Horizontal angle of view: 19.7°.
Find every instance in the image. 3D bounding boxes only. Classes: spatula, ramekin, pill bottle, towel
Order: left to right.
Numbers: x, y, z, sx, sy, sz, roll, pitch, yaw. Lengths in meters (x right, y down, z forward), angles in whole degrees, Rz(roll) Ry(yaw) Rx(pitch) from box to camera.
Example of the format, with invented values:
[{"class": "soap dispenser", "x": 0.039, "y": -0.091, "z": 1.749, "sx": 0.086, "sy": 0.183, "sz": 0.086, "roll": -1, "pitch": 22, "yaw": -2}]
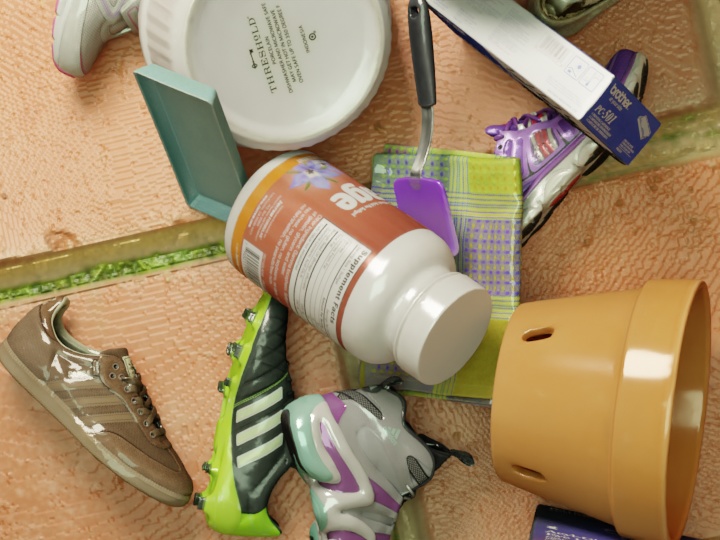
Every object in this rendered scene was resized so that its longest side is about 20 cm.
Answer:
[{"class": "ramekin", "x": -0.066, "y": -0.184, "z": 1.604, "sx": 0.201, "sy": 0.094, "sz": 0.203, "roll": -4, "pitch": 107, "yaw": -12}, {"class": "pill bottle", "x": 0.000, "y": 0.000, "z": 1.590, "sx": 0.200, "sy": 0.112, "sz": 0.112, "roll": 35, "pitch": 94, "yaw": 29}, {"class": "spatula", "x": 0.048, "y": -0.111, "z": 1.595, "sx": 0.056, "sy": 0.020, "sz": 0.201, "roll": 5, "pitch": 99, "yaw": 44}, {"class": "towel", "x": 0.062, "y": 0.005, "z": 1.628, "sx": 0.143, "sy": 0.023, "sz": 0.201, "roll": 8, "pitch": 95, "yaw": 34}]

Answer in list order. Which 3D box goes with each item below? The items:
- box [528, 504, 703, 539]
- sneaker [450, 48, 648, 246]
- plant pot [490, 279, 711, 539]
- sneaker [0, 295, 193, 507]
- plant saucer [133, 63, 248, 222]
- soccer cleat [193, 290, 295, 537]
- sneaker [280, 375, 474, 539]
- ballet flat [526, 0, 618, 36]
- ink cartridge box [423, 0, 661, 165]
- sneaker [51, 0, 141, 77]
[{"class": "box", "x": 0.190, "y": 0.252, "z": 1.560, "sx": 0.147, "sy": 0.200, "sz": 0.105, "roll": 11, "pitch": 93, "yaw": 5}, {"class": "sneaker", "x": 0.146, "y": -0.102, "z": 1.626, "sx": 0.083, "sy": 0.081, "sz": 0.200, "roll": 45, "pitch": 95, "yaw": 10}, {"class": "plant pot", "x": 0.181, "y": 0.099, "z": 1.571, "sx": 0.139, "sy": 0.200, "sz": 0.201, "roll": 7, "pitch": 91, "yaw": 17}, {"class": "sneaker", "x": -0.200, "y": 0.104, "z": 1.666, "sx": 0.200, "sy": 0.070, "sz": 0.076, "roll": 41, "pitch": 93, "yaw": 4}, {"class": "plant saucer", "x": -0.121, "y": -0.093, "z": 1.598, "sx": 0.070, "sy": 0.200, "sz": 0.019, "roll": 23, "pitch": 69, "yaw": 19}, {"class": "soccer cleat", "x": -0.076, "y": 0.115, "z": 1.662, "sx": 0.081, "sy": 0.068, "sz": 0.201, "roll": 12, "pitch": 93, "yaw": -11}, {"class": "sneaker", "x": 0.026, "y": 0.180, "z": 1.637, "sx": 0.139, "sy": 0.078, "sz": 0.201, "roll": -16, "pitch": 111, "yaw": -10}, {"class": "ballet flat", "x": 0.215, "y": -0.252, "z": 1.624, "sx": 0.200, "sy": 0.062, "sz": 0.068, "roll": -42, "pitch": 87, "yaw": 4}, {"class": "ink cartridge box", "x": 0.131, "y": -0.163, "z": 1.573, "sx": 0.044, "sy": 0.094, "sz": 0.200, "roll": -50, "pitch": 55, "yaw": 4}, {"class": "sneaker", "x": -0.171, "y": -0.232, "z": 1.655, "sx": 0.088, "sy": 0.081, "sz": 0.200, "roll": 36, "pitch": 94, "yaw": 6}]
